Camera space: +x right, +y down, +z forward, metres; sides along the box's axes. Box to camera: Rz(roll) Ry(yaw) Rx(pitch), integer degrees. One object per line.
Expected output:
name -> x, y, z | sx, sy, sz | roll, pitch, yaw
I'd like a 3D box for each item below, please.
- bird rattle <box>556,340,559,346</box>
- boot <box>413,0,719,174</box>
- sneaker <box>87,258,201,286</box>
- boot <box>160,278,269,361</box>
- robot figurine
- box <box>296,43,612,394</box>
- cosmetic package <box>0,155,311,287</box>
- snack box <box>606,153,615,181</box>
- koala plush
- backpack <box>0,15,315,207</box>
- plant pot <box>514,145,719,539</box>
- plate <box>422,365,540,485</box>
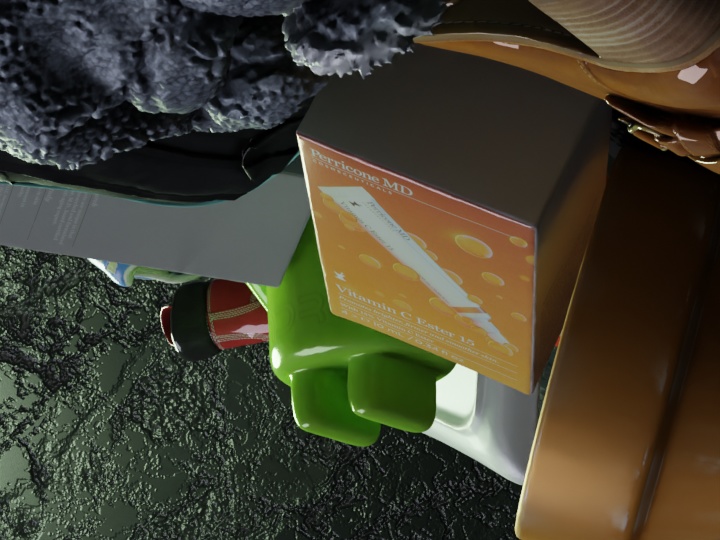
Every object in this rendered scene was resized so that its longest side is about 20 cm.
bird rattle -> 0.149, 0.022, 1.297 | 0.198, 0.114, 0.163 | 11, -168, 2
boot -> 0.102, -0.082, 0.724 | 0.154, 0.074, 0.200 | 31, 178, -27
sneaker -> -0.113, -0.026, 1.288 | 0.199, 0.076, 0.077 | -11, -132, -39
boot -> -0.062, 0.012, 1.315 | 0.143, 0.073, 0.200 | -12, -171, 15
robot figurine -> 0.000, 0.000, 1.129 | 0.175, 0.202, 0.115 | -19, 155, 36
box -> 0.051, -0.037, 0.938 | 0.124, 0.098, 0.200 | 22, 158, 15
cosmetic package -> -0.131, -0.064, 1.059 | 0.199, 0.091, 0.107 | 5, -145, -27
snack box -> 0.083, -0.069, 1.047 | 0.199, 0.037, 0.116 | 34, 174, -16
koala plush -> -0.059, -0.130, 0.699 | 0.199, 0.183, 0.179 | -12, 104, 43
backpack -> -0.109, -0.122, 0.920 | 0.199, 0.176, 0.154 | 15, -137, -30
plant pot -> 0.189, 0.060, 0.913 | 0.182, 0.202, 0.200 | 16, 171, 9
plate -> 0.055, 0.021, 1.216 | 0.032, 0.202, 0.199 | -3, -169, -27
